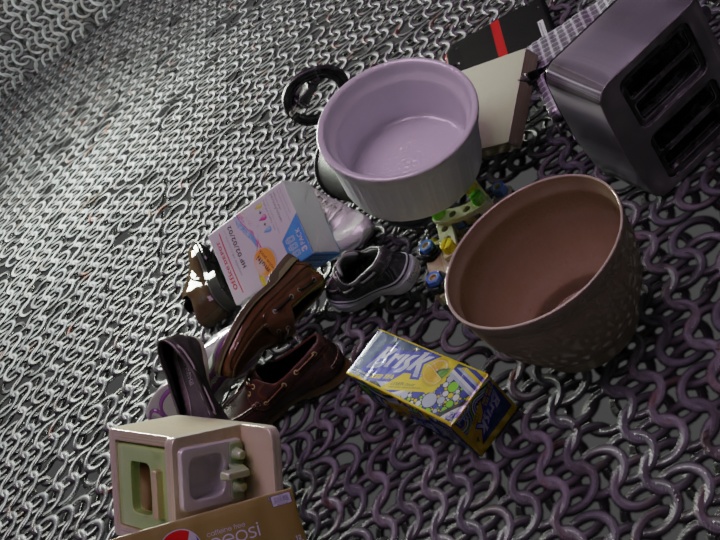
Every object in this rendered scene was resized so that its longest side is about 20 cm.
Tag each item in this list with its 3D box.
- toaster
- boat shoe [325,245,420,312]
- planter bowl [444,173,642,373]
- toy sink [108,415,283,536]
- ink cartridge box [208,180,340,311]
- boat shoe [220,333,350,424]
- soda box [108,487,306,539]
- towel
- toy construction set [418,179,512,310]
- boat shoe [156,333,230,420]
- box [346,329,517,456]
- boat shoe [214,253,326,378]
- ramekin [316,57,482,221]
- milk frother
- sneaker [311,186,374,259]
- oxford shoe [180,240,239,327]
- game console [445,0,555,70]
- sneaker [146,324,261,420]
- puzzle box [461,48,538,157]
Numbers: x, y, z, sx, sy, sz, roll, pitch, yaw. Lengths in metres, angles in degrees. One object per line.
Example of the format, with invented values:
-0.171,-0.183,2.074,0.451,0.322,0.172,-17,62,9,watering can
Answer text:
0.316,-0.203,1.190,0.200,0.181,0.119,-43,33,-3,toaster
0.000,0.000,1.359,0.200,0.071,0.072,-22,42,57,boat shoe
0.205,0.021,1.088,0.200,0.135,0.201,-28,34,21,planter bowl
-0.194,0.245,1.222,0.199,0.112,0.131,-1,93,45,toy sink
-0.138,-0.027,1.501,0.200,0.068,0.116,-33,74,32,ink cartridge box
-0.110,0.143,1.345,0.199,0.070,0.071,-34,36,16,boat shoe
-0.161,0.291,1.119,0.199,0.068,0.064,-13,71,-14,soda box
0.307,-0.269,1.369,0.165,0.086,0.201,-30,34,19,towel
0.134,-0.028,1.274,0.131,0.092,0.200,-30,23,17,toy construction set
-0.211,0.173,1.342,0.067,0.057,0.201,-34,66,28,boat shoe
0.074,0.131,1.166,0.070,0.064,0.200,-51,34,-14,box
-0.112,0.063,1.359,0.200,0.068,0.072,-57,-9,-30,boat shoe
0.055,-0.156,1.301,0.199,0.098,0.201,-10,52,13,ramekin
0.002,-0.173,1.455,0.188,0.199,0.182,27,102,56,milk frother
-0.061,-0.074,1.519,0.200,0.100,0.075,15,60,52,sneaker
-0.248,0.019,1.638,0.084,0.073,0.200,-42,31,8,oxford shoe
0.212,-0.317,1.586,0.176,0.031,0.201,-25,36,17,game console
-0.205,0.145,1.449,0.200,0.075,0.100,-40,10,7,sneaker
0.157,-0.216,1.447,0.200,0.025,0.134,-6,69,57,puzzle box
